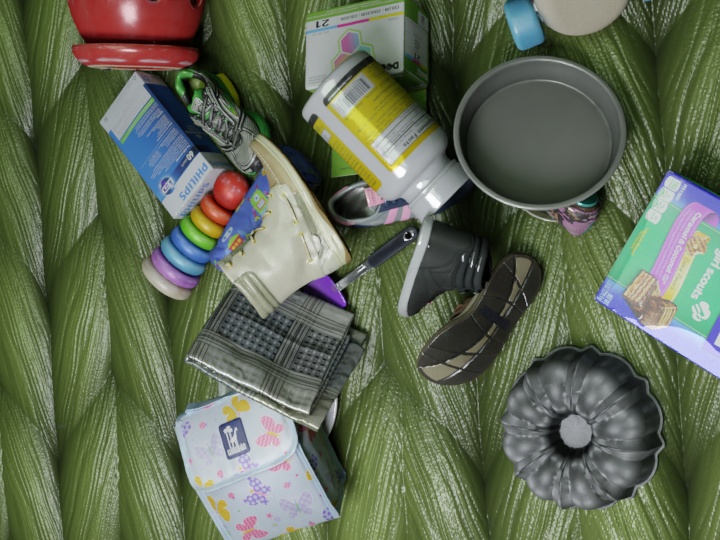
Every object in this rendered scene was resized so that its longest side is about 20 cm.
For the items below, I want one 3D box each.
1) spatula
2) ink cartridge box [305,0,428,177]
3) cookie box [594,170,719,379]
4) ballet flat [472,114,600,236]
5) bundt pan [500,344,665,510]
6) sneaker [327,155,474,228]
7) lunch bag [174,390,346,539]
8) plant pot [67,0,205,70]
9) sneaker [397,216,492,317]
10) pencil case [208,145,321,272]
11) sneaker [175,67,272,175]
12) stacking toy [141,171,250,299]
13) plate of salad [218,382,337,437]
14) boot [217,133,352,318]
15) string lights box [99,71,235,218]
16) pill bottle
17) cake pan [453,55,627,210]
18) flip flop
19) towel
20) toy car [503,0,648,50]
[{"bbox_3d":[0.000,0.000,1.366,0.199,0.021,0.057,-37,88,22],"label":"spatula"},{"bbox_3d":[0.008,-0.232,1.301,0.146,0.076,0.202,-5,79,28],"label":"ink cartridge box"},{"bbox_3d":[0.391,0.012,1.129,0.199,0.075,0.172,34,107,22],"label":"cookie box"},{"bbox_3d":[0.201,-0.110,1.237,0.200,0.069,0.072,41,135,20],"label":"ballet flat"},{"bbox_3d":[0.255,0.192,1.212,0.200,0.076,0.204,1,92,28],"label":"bundt pan"},{"bbox_3d":[0.049,-0.096,1.302,0.198,0.082,0.071,-19,83,27],"label":"sneaker"},{"bbox_3d":[-0.135,0.249,1.346,0.168,0.127,0.201,-20,108,13],"label":"lunch bag"},{"bbox_3d":[-0.309,-0.373,1.415,0.199,0.200,0.185,4,99,28],"label":"plant pot"},{"bbox_3d":[0.105,0.013,1.250,0.098,0.201,0.071,17,59,3],"label":"sneaker"},{"bbox_3d":[-0.130,-0.071,1.400,0.087,0.078,0.201,46,112,30],"label":"pencil case"},{"bbox_3d":[-0.195,-0.205,1.409,0.200,0.085,0.078,49,116,29],"label":"sneaker"},{"bbox_3d":[-0.224,-0.056,1.460,0.085,0.085,0.200,45,105,18],"label":"stacking toy"},{"bbox_3d":[-0.123,0.174,1.428,0.198,0.048,0.202,2,94,29],"label":"plate of salad"},{"bbox_3d":[-0.123,-0.057,1.303,0.154,0.072,0.201,-34,92,2],"label":"boot"},{"bbox_3d":[-0.284,-0.182,1.488,0.103,0.059,0.200,-47,72,22],"label":"string lights box"},{"bbox_3d":[0.034,-0.156,1.220,0.200,0.111,0.111,46,113,0],"label":"pill bottle"},{"bbox_3d":[0.208,-0.156,1.191,0.198,0.037,0.202,-2,68,6],"label":"cake pan"},{"bbox_3d":[0.148,0.060,1.272,0.081,0.058,0.201,35,95,-12],"label":"flip flop"},{"bbox_3d":[-0.100,0.094,1.311,0.199,0.193,0.035,27,131,3],"label":"towel"},{"bbox_3d":[0.233,-0.393,1.173,0.183,0.177,0.202,-19,55,15],"label":"toy car"}]
